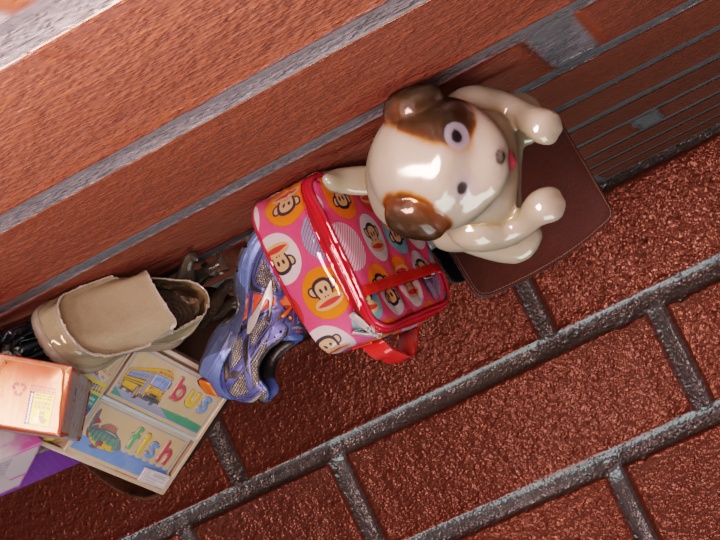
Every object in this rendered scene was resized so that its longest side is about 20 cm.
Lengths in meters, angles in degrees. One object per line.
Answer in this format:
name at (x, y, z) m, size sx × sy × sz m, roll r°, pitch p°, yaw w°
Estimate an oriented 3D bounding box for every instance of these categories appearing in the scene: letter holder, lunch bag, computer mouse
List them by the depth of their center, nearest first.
lunch bag at (0.000, 0.000, 1.337) m, size 0.082 × 0.176 × 0.200 m, roll -27°, pitch 176°, yaw 24°
computer mouse at (-0.311, 0.088, 1.422) m, size 0.138 × 0.053 × 0.200 m, roll -23°, pitch 175°, yaw -44°
letter holder at (0.162, -0.058, 1.701) m, size 0.200 × 0.142 × 0.101 m, roll -31°, pitch 177°, yaw -21°

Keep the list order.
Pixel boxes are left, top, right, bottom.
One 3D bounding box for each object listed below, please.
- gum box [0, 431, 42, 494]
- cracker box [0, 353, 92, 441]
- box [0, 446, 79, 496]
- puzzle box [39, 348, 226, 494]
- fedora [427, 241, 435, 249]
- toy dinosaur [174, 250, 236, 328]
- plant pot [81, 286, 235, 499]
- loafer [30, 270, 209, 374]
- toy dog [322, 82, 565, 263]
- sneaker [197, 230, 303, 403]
gum box at (-0.380, 0.154, 1.296) m, size 0.200 × 0.114 × 0.066 m, roll -21°, pitch 151°, yaw -51°
cracker box at (-0.288, 0.097, 1.198) m, size 0.134 × 0.058 × 0.200 m, roll 10°, pitch 172°, yaw -4°
box at (-0.360, 0.157, 1.460) m, size 0.200 × 0.137 × 0.039 m, roll -18°, pitch 133°, yaw -60°
puzzle box at (-0.215, 0.127, 1.432) m, size 0.133 × 0.025 × 0.200 m, roll -57°, pitch 141°, yaw -1°
fedora at (0.038, -0.050, 1.528) m, size 0.177 × 0.090 × 0.200 m, roll -27°, pitch 176°, yaw 19°
toy dinosaur at (-0.168, 0.034, 1.464) m, size 0.102 × 0.077 × 0.200 m, roll -38°, pitch -176°, yaw -16°
plant pot at (-0.208, 0.110, 1.626) m, size 0.200 × 0.187 × 0.187 m, roll -41°, pitch -174°, yaw -37°
loafer at (-0.202, 0.036, 1.310) m, size 0.068 × 0.076 × 0.200 m, roll -38°, pitch 168°, yaw 27°
toy dog at (0.063, -0.084, 1.159) m, size 0.194 × 0.140 × 0.200 m, roll 11°, pitch -178°, yaw 6°
sneaker at (-0.081, 0.037, 1.447) m, size 0.075 × 0.078 × 0.200 m, roll 7°, pitch 105°, yaw -66°
